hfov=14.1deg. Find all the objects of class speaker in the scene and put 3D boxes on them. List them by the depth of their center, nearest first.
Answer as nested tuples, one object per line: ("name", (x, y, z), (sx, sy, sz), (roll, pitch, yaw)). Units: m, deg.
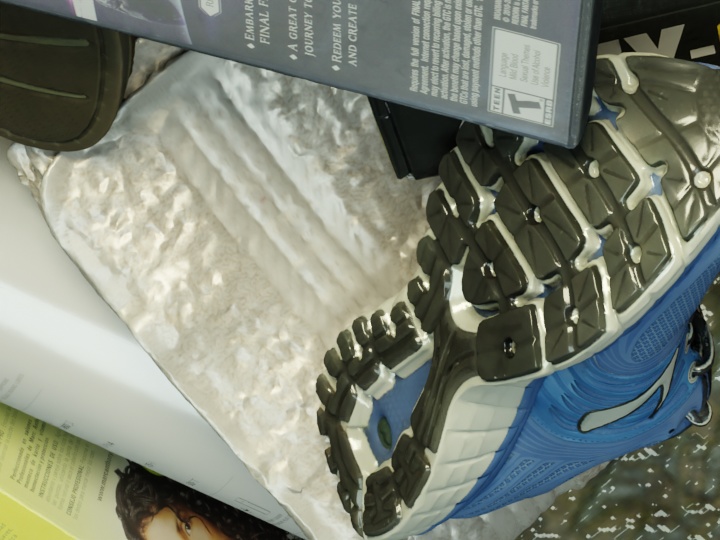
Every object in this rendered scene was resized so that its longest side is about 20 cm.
("speaker", (-0.056, 0.026, 0.930), (0.200, 0.081, 0.081), (25, 121, -12))

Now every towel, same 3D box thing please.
("towel", (0.000, 0.000, 0.882), (0.133, 0.034, 0.200), (-42, 101, -7))

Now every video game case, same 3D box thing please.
("video game case", (-0.039, -0.100, 0.688), (0.200, 0.019, 0.143), (16, 148, 10))

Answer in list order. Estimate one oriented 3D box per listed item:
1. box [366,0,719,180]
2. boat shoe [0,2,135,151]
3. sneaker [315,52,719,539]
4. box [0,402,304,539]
("box", (0.086, -0.107, 0.742), (0.200, 0.049, 0.160), (-12, 144, 6))
("boat shoe", (-0.094, -0.115, 0.780), (0.072, 0.068, 0.200), (9, 145, 14))
("sneaker", (0.062, 0.005, 0.802), (0.089, 0.079, 0.200), (-6, 154, -31))
("box", (-0.101, 0.081, 0.974), (0.200, 0.075, 0.050), (34, 121, -19))
